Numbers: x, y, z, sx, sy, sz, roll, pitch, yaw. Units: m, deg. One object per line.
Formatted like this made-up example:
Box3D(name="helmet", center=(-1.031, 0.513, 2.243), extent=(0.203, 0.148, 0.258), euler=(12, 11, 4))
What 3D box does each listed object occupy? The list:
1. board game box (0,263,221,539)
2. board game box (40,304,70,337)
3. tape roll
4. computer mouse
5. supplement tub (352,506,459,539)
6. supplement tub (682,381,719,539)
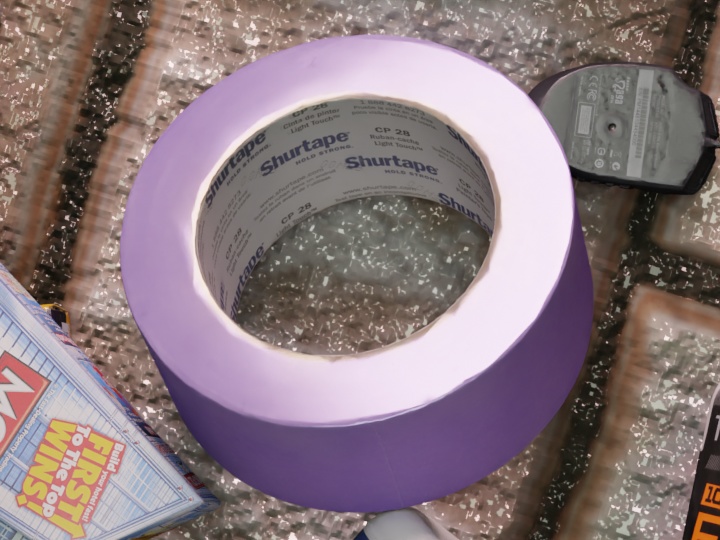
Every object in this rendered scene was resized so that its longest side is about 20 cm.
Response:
Box3D(name="board game box", center=(-0.175, 0.092, 1.322), extent=(0.200, 0.062, 0.200), euler=(32, 89, 8))
Box3D(name="board game box", center=(-0.213, 0.122, 1.382), extent=(0.165, 0.057, 0.200), euler=(-5, 86, 3))
Box3D(name="tape roll", center=(0.000, 0.000, 1.315), extent=(0.200, 0.085, 0.200), euler=(-5, 59, 8))
Box3D(name="computer mouse", center=(0.172, -0.057, 1.375), extent=(0.200, 0.034, 0.059), euler=(10, 86, -1))
Box3D(name="supplement tub", center=(0.003, 0.220, 1.313), extent=(0.145, 0.145, 0.200), euler=(41, 91, 6))
Box3D(name="supplement tub", center=(0.203, 0.121, 1.312), extent=(0.122, 0.123, 0.200), euler=(11, 87, 6))
